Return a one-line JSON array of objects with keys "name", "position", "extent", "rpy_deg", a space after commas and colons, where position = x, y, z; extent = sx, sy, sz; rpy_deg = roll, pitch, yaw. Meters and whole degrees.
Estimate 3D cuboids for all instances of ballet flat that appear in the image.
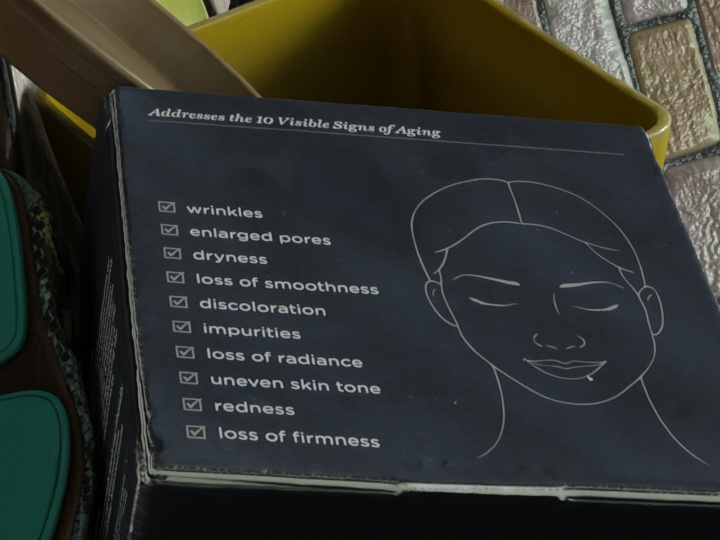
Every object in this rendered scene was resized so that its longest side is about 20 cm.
[{"name": "ballet flat", "position": [-0.114, 0.054, 0.739], "extent": [0.074, 0.074, 0.200], "rpy_deg": [64, 16, -49]}]

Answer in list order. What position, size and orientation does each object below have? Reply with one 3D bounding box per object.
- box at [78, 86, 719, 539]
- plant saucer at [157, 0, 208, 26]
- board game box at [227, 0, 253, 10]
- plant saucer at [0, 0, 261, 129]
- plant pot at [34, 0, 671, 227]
[{"name": "box", "position": [0.011, 0.046, 0.748], "extent": [0.197, 0.200, 0.124], "rpy_deg": [-101, -161, -50]}, {"name": "plant saucer", "position": [-0.099, -0.090, 1.164], "extent": [0.200, 0.031, 0.200], "rpy_deg": [-14, 90, -82]}, {"name": "board game box", "position": [-0.051, -0.185, 1.336], "extent": [0.200, 0.019, 0.103], "rpy_deg": [109, -19, -44]}, {"name": "plant saucer", "position": [-0.105, -0.092, 0.865], "extent": [0.200, 0.029, 0.200], "rpy_deg": [39, 9, -7]}, {"name": "plant pot", "position": [0.000, 0.000, 0.998], "extent": [0.200, 0.200, 0.177], "rpy_deg": [40, -34, 44]}]
